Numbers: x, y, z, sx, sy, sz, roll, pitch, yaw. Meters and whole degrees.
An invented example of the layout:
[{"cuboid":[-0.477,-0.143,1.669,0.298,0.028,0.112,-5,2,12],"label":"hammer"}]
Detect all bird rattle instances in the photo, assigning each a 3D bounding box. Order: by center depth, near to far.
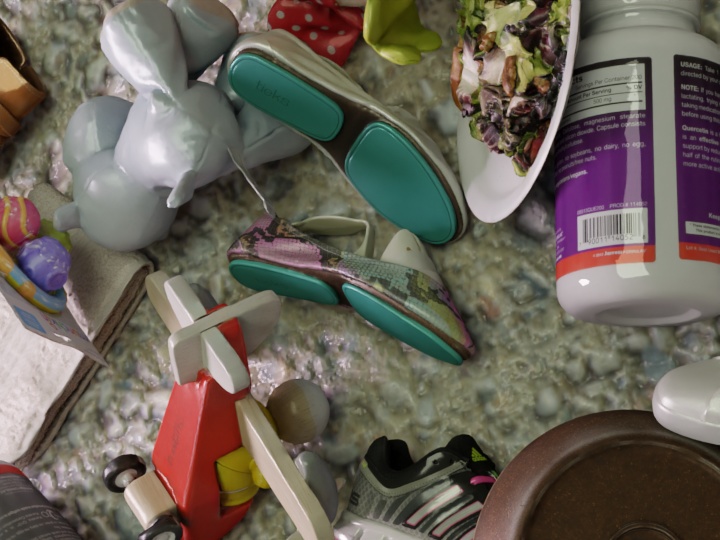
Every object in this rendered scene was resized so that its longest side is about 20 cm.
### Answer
[{"cuboid":[-0.023,-0.211,1.120,0.199,0.162,0.113,20,85,55],"label":"bird rattle"}]

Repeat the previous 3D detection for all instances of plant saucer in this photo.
[{"cuboid":[0.164,0.176,0.979,0.198,0.035,0.202,0,71,0],"label":"plant saucer"}]

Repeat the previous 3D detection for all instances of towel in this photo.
[{"cuboid":[-0.253,0.045,1.270,0.132,0.034,0.201,35,95,28],"label":"towel"}]

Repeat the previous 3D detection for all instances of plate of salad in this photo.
[{"cuboid":[0.089,-0.132,1.064,0.048,0.200,0.202,10,81,-16],"label":"plate of salad"}]

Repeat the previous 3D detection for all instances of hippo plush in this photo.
[{"cuboid":[-0.129,-0.082,1.198,0.161,0.158,0.201,-44,55,40],"label":"hippo plush"}]

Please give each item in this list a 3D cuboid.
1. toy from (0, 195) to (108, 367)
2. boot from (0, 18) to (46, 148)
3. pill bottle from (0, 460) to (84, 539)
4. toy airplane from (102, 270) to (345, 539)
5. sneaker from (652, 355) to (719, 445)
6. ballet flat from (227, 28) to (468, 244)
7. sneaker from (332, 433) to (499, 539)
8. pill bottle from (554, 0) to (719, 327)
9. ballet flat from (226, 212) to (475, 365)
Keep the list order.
[{"cuboid":[-0.244,-0.028,1.200,0.047,0.115,0.200,-44,63,5],"label":"toy"},{"cuboid":[-0.347,-0.155,1.342,0.155,0.074,0.200,-43,76,13],"label":"boot"},{"cuboid":[-0.229,0.236,1.169,0.200,0.116,0.116,41,98,27],"label":"pill bottle"},{"cuboid":[-0.080,0.090,1.113,0.199,0.140,0.202,-12,86,57],"label":"toy airplane"},{"cuboid":[0.265,0.050,0.970,0.198,0.073,0.085,-5,120,18],"label":"sneaker"},{"cuboid":[0.001,-0.100,1.144,0.199,0.069,0.070,37,97,-1],"label":"ballet flat"},{"cuboid":[0.075,0.150,1.057,0.198,0.074,0.088,7,86,31],"label":"sneaker"},{"cuboid":[0.175,-0.071,1.034,0.112,0.112,0.202,-5,76,26],"label":"pill bottle"},{"cuboid":[0.000,0.000,1.140,0.199,0.069,0.072,19,68,29],"label":"ballet flat"}]
